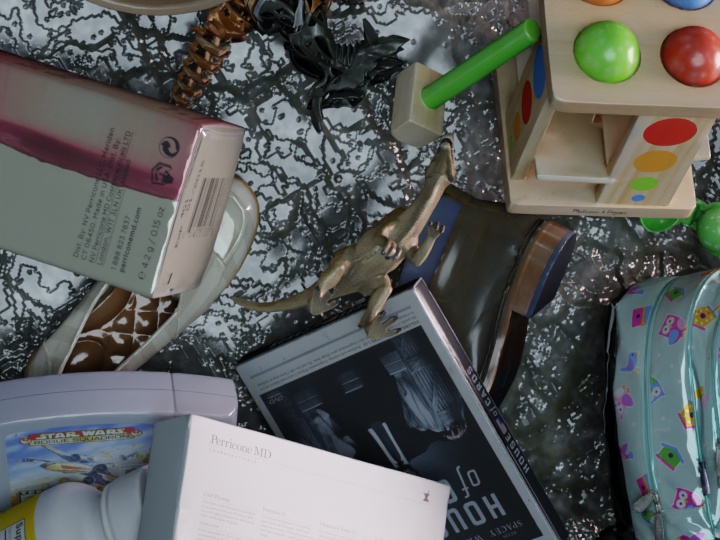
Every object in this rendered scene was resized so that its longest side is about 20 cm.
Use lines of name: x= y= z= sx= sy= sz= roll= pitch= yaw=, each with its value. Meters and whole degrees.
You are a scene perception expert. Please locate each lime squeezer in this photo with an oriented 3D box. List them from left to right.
lime squeezer: x=0.224 y=-0.032 z=1.490 sx=0.199 sy=0.071 sz=0.038 roll=20 pitch=95 yaw=-3

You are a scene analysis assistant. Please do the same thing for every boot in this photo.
boot: x=0.061 y=0.041 z=1.496 sx=0.097 sy=0.075 sz=0.201 roll=29 pitch=106 yaw=14

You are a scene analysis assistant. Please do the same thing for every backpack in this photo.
backpack: x=0.231 y=0.099 z=1.465 sx=0.126 sy=0.167 sz=0.202 roll=-5 pitch=91 yaw=32

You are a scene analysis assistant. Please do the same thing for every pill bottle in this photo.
pill bottle: x=-0.200 y=0.202 z=1.419 sx=0.199 sy=0.111 sz=0.112 roll=-27 pitch=103 yaw=15

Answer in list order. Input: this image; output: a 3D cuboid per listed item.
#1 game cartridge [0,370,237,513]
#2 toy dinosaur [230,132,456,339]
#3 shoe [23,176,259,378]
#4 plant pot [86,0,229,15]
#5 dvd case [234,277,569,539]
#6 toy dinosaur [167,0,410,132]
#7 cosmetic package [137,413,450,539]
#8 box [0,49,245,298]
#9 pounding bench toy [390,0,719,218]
game cartridge: x=-0.178 y=0.114 z=1.433 sx=0.198 sy=0.133 sz=0.042 roll=-4 pitch=59 yaw=-8
toy dinosaur: x=0.000 y=0.000 z=1.423 sx=0.200 sy=0.101 sz=0.058 roll=-39 pitch=111 yaw=25
shoe: x=-0.138 y=0.021 z=1.455 sx=0.070 sy=0.053 sz=0.200 roll=43 pitch=91 yaw=-12
plant pot: x=-0.127 y=-0.264 z=1.374 sx=0.199 sy=0.093 sz=0.202 roll=2 pitch=128 yaw=2
dvd case: x=0.027 y=0.118 z=1.473 sx=0.150 sy=0.025 sz=0.201 roll=-24 pitch=102 yaw=29
toy dinosaur: x=-0.039 y=-0.168 z=1.437 sx=0.200 sy=0.102 sz=0.136 roll=-42 pitch=88 yaw=19
cosmetic package: x=-0.043 y=0.185 z=1.378 sx=0.199 sy=0.052 sz=0.152 roll=19 pitch=71 yaw=-31
box: x=-0.187 y=-0.066 z=1.369 sx=0.199 sy=0.128 sz=0.110 roll=18 pitch=96 yaw=7
pounding bench toy: x=0.126 y=-0.126 z=1.399 sx=0.198 sy=0.156 sz=0.125 roll=1 pitch=63 yaw=-9
